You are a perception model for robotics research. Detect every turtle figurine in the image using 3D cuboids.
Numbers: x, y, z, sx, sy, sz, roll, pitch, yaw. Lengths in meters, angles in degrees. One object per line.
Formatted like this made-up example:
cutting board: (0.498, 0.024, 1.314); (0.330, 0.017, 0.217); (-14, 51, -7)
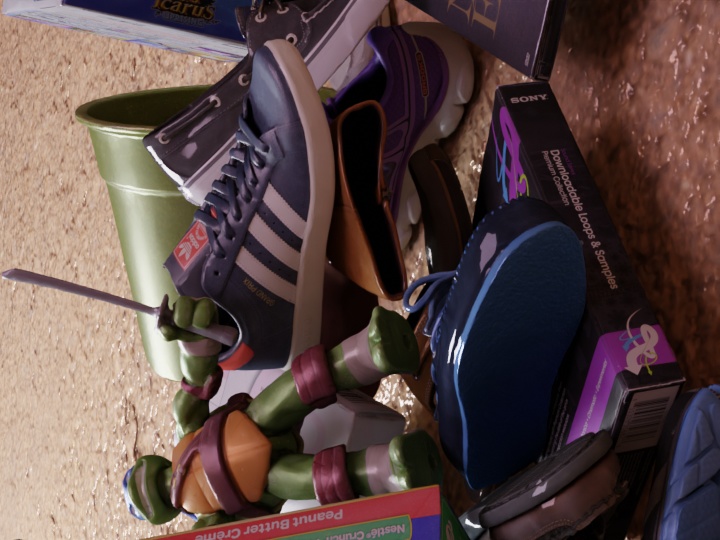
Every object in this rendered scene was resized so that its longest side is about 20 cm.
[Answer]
turtle figurine: (-0.070, 0.087, 0.840); (0.192, 0.201, 0.145); (-18, 39, 22)

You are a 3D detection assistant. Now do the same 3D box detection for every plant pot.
plant pot: (-0.096, -0.025, 1.164); (0.200, 0.198, 0.192); (-154, 59, -62)

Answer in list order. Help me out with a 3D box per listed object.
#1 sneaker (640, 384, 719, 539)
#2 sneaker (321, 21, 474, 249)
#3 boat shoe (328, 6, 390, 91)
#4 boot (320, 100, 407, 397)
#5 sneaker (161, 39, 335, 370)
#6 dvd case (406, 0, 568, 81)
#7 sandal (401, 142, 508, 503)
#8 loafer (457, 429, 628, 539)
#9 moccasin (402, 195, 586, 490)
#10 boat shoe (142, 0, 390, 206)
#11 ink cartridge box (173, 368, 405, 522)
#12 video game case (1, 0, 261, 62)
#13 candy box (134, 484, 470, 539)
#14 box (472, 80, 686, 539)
sneaker: (0.135, 0.147, 0.753); (0.082, 0.070, 0.202); (27, 113, 51)
sneaker: (0.000, -0.079, 1.059); (0.081, 0.083, 0.201); (-115, 38, -46)
boat shoe: (-0.030, -0.204, 1.159); (0.075, 0.068, 0.201); (-56, 39, 45)
boot: (0.000, 0.000, 0.945); (0.200, 0.068, 0.190); (-170, 74, -73)
sneaker: (-0.065, -0.026, 0.887); (0.075, 0.084, 0.202); (-124, 31, -54)
dvd case: (0.071, -0.205, 0.907); (0.200, 0.016, 0.150); (-133, 51, -59)
sandal: (0.043, 0.032, 0.910); (0.082, 0.054, 0.202); (-142, 41, -80)
loafer: (0.093, 0.122, 0.769); (0.063, 0.072, 0.200); (55, 167, 7)
moccasin: (0.055, 0.032, 0.791); (0.068, 0.080, 0.201); (58, 154, 33)
boat shoe: (-0.054, -0.130, 0.978); (0.200, 0.066, 0.070); (-46, 13, 12)
ink cartridge box: (-0.061, 0.153, 0.981); (0.162, 0.057, 0.202); (23, 96, 48)
video game case: (-0.160, -0.204, 1.277); (0.181, 0.198, 0.046); (11, 92, 63)
candy box: (-0.014, 0.191, 0.795); (0.200, 0.167, 0.078); (60, -157, -53)
box: (0.103, 0.022, 0.844); (0.144, 0.036, 0.201); (97, 159, -50)
